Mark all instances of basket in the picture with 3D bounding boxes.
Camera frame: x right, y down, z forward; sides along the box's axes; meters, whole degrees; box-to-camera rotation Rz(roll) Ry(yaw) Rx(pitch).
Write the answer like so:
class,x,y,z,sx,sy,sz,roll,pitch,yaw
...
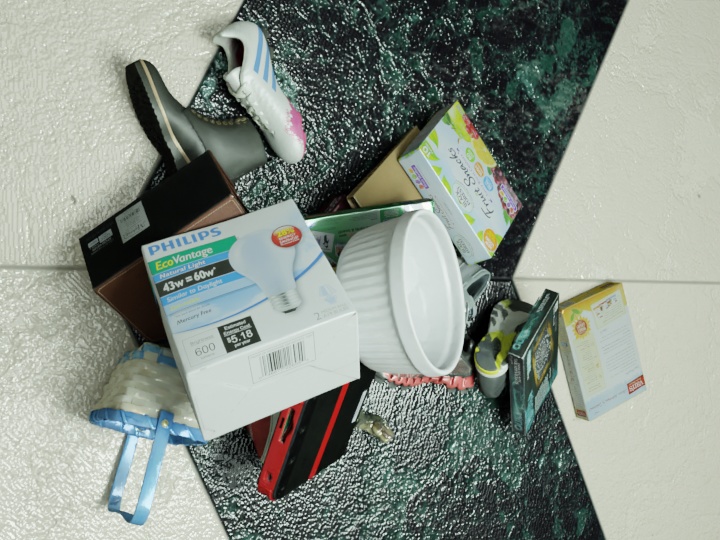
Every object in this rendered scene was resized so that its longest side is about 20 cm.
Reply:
class,x,y,z,sx,sy,sz,roll,pitch,yaw
basket,-0.261,0.200,0.937,0.137,0.175,0.205,24,71,-24

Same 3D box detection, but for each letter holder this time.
class,x,y,z,sx,sy,sz,roll,pitch,yaw
letter holder,-0.226,-0.024,0.969,0.198,0.101,0.143,-34,139,-2

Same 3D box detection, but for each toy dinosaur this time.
class,x,y,z,sx,sy,sz,roll,pitch,yaw
toy dinosaur,-0.047,0.215,1.113,0.198,0.047,0.089,35,73,-17

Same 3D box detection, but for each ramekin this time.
class,x,y,z,sx,sy,sz,roll,pitch,yaw
ramekin,0.050,0.033,0.951,0.199,0.103,0.206,29,57,-57

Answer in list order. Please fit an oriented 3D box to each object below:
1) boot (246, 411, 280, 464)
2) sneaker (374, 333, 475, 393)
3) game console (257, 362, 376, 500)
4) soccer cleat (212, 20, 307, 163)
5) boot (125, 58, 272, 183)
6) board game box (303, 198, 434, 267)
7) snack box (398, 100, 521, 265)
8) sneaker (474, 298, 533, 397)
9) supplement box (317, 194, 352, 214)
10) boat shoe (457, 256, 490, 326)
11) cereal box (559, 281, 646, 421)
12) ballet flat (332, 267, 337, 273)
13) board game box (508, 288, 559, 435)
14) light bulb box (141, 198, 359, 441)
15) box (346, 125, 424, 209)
class,x,y,z,sx,sy,sz,roll,pitch,yaw
boot,-0.151,0.176,1.019,0.142,0.202,0.073,25,50,12
sneaker,0.095,0.127,1.150,0.196,0.071,0.100,7,107,-27
game console,-0.051,0.193,0.991,0.175,0.031,0.204,-20,137,-54
soccer cleat,-0.142,-0.236,1.037,0.086,0.069,0.204,-25,95,-45
boot,-0.212,-0.201,1.015,0.137,0.077,0.204,-34,118,-25
board game box,0.010,-0.017,1.042,0.195,0.029,0.138,-9,105,-16
snack box,0.156,-0.133,1.168,0.201,0.052,0.143,53,50,-17
sneaker,0.226,0.120,1.212,0.200,0.073,0.086,-42,145,-45
supplement box,0.000,0.000,1.119,0.200,0.061,0.109,46,74,-18
boat shoe,0.140,0.047,1.135,0.201,0.070,0.071,-48,147,-46
cereal box,0.415,0.139,1.328,0.141,0.039,0.205,-19,99,-23
ballet flat,-0.028,0.092,1.011,0.069,0.071,0.204,-19,129,-23
board game box,0.272,0.146,1.192,0.136,0.028,0.203,-51,145,-32
light bulb box,-0.126,0.049,0.876,0.194,0.201,0.127,-19,139,-17
box,0.076,-0.097,1.135,0.165,0.021,0.201,54,49,-17
